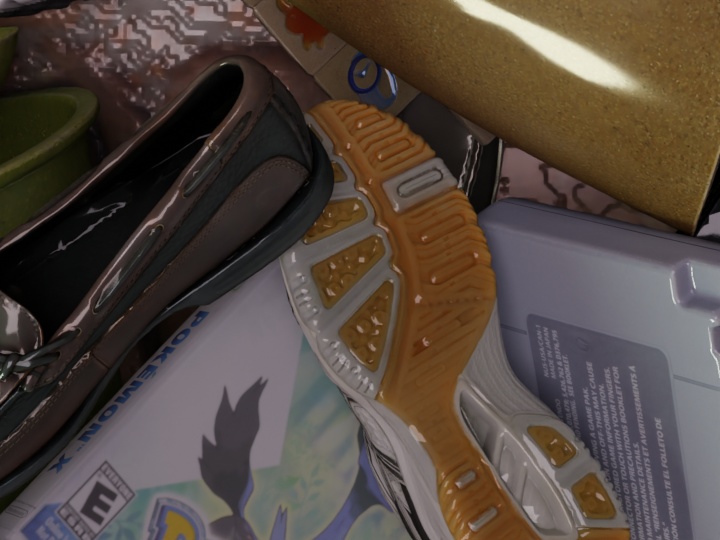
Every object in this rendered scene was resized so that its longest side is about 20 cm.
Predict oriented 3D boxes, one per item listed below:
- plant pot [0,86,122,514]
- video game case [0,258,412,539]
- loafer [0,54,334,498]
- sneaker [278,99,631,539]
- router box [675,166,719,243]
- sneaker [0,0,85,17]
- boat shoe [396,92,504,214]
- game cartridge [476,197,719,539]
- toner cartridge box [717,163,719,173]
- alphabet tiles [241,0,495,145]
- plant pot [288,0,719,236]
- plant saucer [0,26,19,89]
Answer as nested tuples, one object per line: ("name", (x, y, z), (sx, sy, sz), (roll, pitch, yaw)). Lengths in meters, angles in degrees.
("plant pot", (-0.162, 0.053, 0.840), (0.200, 0.200, 0.190), (-17, 106, 6))
("video game case", (-0.013, 0.100, 0.820), (0.182, 0.022, 0.200), (-47, 117, -22))
("loafer", (-0.099, 0.004, 0.710), (0.200, 0.063, 0.072), (-40, 54, -11))
("sneaker", (0.016, 0.039, 0.782), (0.076, 0.088, 0.200), (-23, 84, -20))
("router box", (0.213, -0.023, 0.805), (0.150, 0.062, 0.200), (33, 96, 0))
("sneaker", (-0.157, -0.136, 0.863), (0.200, 0.075, 0.082), (-12, 95, 6))
("boat shoe", (0.003, 0.001, 0.869), (0.072, 0.060, 0.202), (24, 97, 3))
("game cartridge", (0.097, 0.073, 0.797), (0.133, 0.040, 0.200), (13, 124, 43))
("toner cartridge box", (0.166, 0.033, 0.867), (0.095, 0.043, 0.200), (15, 96, 5))
("alphabet tiles", (0.016, -0.153, 0.841), (0.166, 0.006, 0.200), (-45, 102, -12))
("plant pot", (0.050, -0.131, 0.759), (0.200, 0.186, 0.187), (19, 97, 7))
("plant saucer", (-0.217, -0.046, 0.817), (0.200, 0.200, 0.031), (-16, 103, 6))
